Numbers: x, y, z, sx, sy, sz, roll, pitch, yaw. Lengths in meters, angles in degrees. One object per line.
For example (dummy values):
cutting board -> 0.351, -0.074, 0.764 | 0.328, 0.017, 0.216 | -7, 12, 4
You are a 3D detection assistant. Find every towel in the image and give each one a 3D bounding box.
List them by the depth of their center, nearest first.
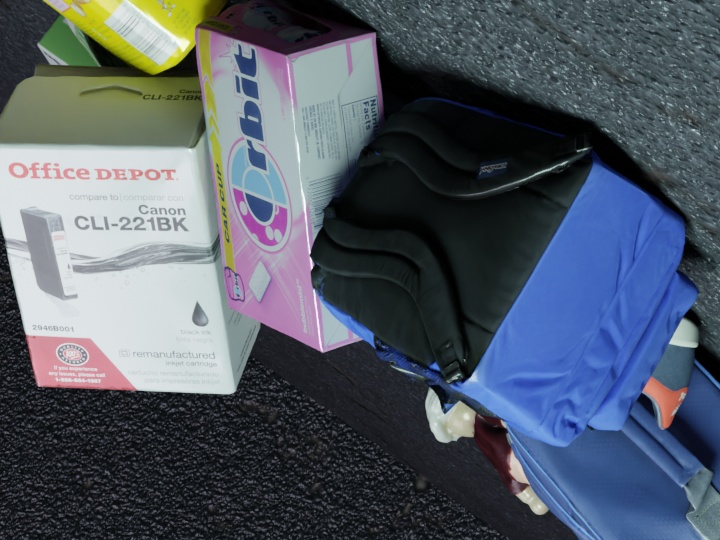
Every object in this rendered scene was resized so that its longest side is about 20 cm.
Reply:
towel -> -0.204, -0.181, 1.757 | 0.200, 0.023, 0.153 | 56, 177, 43

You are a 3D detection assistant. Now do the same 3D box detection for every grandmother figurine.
grandmother figurine -> 0.126, 0.139, 1.779 | 0.200, 0.061, 0.121 | 35, 144, 33

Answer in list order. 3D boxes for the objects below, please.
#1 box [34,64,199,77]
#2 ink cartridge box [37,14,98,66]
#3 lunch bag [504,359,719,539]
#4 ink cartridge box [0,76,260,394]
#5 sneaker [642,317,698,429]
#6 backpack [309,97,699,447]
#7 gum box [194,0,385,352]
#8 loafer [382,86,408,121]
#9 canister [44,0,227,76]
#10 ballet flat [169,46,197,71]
box -> -0.126, -0.094, 1.634 | 0.199, 0.082, 0.068 | 4, 169, 4
ink cartridge box -> -0.202, -0.166, 1.956 | 0.104, 0.059, 0.200 | 36, 172, 10
lunch bag -> 0.193, 0.131, 1.569 | 0.200, 0.136, 0.132 | 47, 177, 23
ink cartridge box -> -0.154, -0.023, 1.569 | 0.144, 0.084, 0.200 | 1, 125, 12
sneaker -> 0.111, 0.059, 1.503 | 0.199, 0.085, 0.075 | 8, 180, 12
backpack -> 0.075, 0.005, 1.361 | 0.168, 0.163, 0.200 | 39, 172, -39
gum box -> -0.038, -0.064, 1.458 | 0.113, 0.066, 0.201 | 23, 125, 53
loafer -> 0.002, -0.074, 1.579 | 0.072, 0.063, 0.200 | 35, 172, 6
canister -> -0.186, -0.216, 1.520 | 0.200, 0.087, 0.149 | 38, 171, -13
ballet flat -> -0.099, -0.091, 1.698 | 0.200, 0.072, 0.072 | 64, 173, 4
